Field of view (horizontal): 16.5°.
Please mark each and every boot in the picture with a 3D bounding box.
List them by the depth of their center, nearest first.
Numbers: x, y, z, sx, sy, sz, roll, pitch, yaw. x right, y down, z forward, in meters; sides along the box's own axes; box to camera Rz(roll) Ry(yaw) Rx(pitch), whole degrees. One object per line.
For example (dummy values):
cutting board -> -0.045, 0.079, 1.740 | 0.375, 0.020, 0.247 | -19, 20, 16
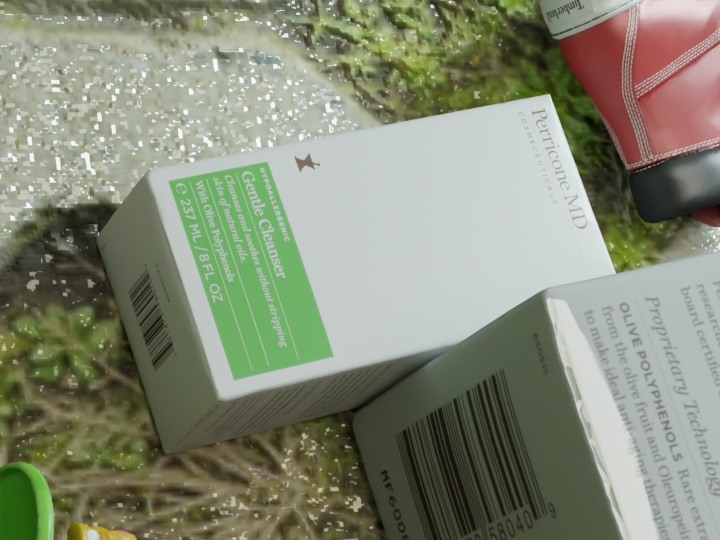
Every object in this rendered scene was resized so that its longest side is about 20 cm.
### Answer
boot -> 0.185, -0.102, 1.217 | 0.200, 0.072, 0.144 | -31, 98, -36

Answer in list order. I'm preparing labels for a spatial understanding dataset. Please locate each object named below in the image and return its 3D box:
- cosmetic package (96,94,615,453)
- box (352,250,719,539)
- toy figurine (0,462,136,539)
cosmetic package -> 0.000, 0.000, 1.081 | 0.200, 0.085, 0.108 | -14, 76, -26
box -> 0.131, 0.110, 1.030 | 0.171, 0.199, 0.200 | -13, 78, -27
toy figurine -> -0.063, 0.183, 0.982 | 0.184, 0.150, 0.200 | 18, 39, -31
